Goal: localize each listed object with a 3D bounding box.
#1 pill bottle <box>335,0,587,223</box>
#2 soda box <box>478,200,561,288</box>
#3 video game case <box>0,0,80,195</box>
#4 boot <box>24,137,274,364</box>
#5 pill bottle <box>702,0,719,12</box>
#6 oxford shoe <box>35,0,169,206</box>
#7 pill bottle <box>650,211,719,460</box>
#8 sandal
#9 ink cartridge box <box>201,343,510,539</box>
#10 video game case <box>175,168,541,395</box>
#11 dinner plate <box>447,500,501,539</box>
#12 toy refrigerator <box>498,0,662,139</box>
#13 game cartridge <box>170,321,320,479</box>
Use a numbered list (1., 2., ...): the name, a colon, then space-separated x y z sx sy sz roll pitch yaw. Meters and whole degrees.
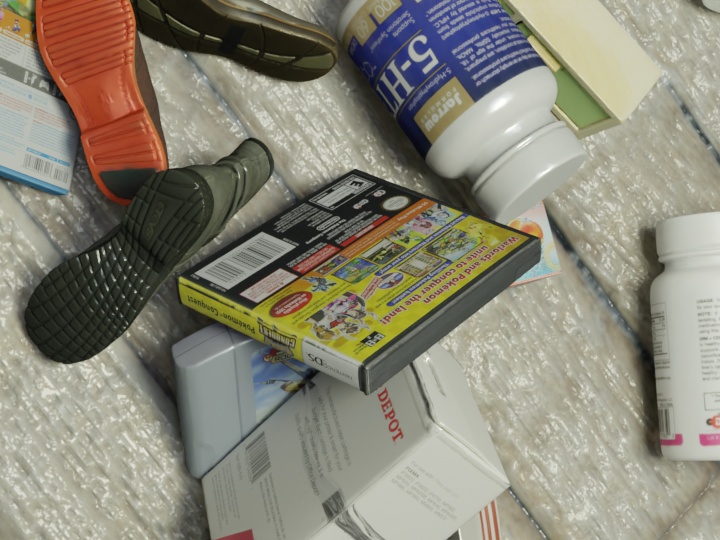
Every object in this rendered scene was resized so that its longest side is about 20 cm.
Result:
1. pill bottle: 0.082 -0.142 1.113 0.119 0.120 0.201 -31 78 -21
2. soda box: 0.055 -0.002 1.141 0.198 0.068 0.064 -13 86 -22
3. video game case: -0.246 -0.170 1.029 0.143 0.018 0.202 22 75 -51
4. boot: -0.147 -0.012 1.050 0.068 0.200 0.131 50 25 4
5. pill bottle: 0.348 -0.334 1.271 0.111 0.112 0.202 7 82 -21
6. oxford shoe: -0.189 -0.147 1.056 0.070 0.073 0.202 -12 97 3
7. pill bottle: 0.303 0.056 1.210 0.112 0.113 0.202 -1 85 -22
8. sandal: -0.107 -0.205 1.097 0.198 0.082 0.055 16 62 -18
9. ink cartridge box: -0.008 0.145 1.000 0.200 0.146 0.085 -44 121 15
10. video game case: 0.000 0.000 1.027 0.199 0.180 0.026 -34 133 -39
11. dinner plate: 0.082 0.191 1.083 0.024 0.200 0.202 -8 87 11
12. toy refrigerator: 0.150 -0.205 1.197 0.200 0.076 0.070 45 71 -12
13. game cartridge: -0.039 0.077 1.064 0.198 0.042 0.134 -14 134 -15
